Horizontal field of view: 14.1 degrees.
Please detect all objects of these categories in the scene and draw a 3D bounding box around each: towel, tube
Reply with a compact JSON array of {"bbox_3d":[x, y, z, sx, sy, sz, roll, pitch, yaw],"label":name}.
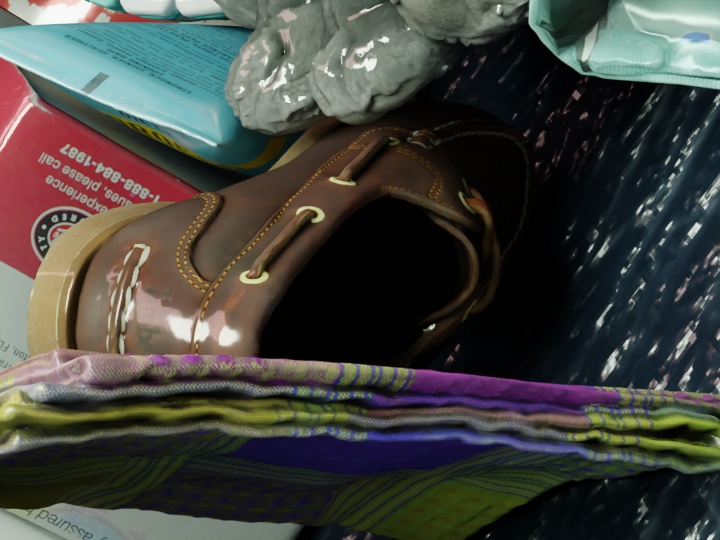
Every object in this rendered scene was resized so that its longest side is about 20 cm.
[{"bbox_3d":[-0.023,0.046,0.687,0.144,0.200,0.023,-22,67,53],"label":"towel"},{"bbox_3d":[-0.037,-0.050,0.856,0.200,0.077,0.050,-2,-70,-71],"label":"tube"}]

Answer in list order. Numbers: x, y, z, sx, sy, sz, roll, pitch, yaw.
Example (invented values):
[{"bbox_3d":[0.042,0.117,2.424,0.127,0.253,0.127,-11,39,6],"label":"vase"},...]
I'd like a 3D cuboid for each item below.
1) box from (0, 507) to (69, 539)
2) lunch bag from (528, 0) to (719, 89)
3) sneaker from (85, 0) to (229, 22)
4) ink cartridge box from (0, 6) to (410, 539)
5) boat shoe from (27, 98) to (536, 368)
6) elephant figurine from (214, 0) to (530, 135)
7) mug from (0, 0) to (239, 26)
[{"bbox_3d":[-0.099,0.183,0.688,0.199,0.171,0.200,-21,45,55],"label":"box"},{"bbox_3d":[0.131,-0.134,0.670,0.200,0.122,0.170,-18,47,49],"label":"lunch bag"},{"bbox_3d":[-0.003,-0.126,0.861,0.200,0.091,0.078,-9,6,12],"label":"sneaker"},{"bbox_3d":[-0.104,0.046,0.898,0.200,0.145,0.145,-57,22,6],"label":"ink cartridge box"},{"bbox_3d":[0.000,0.000,0.764,0.070,0.070,0.200,4,18,32],"label":"boat shoe"},{"bbox_3d":[-0.027,-0.146,0.739,0.141,0.200,0.155,-28,20,26],"label":"elephant figurine"},{"bbox_3d":[-0.097,-0.096,1.073,0.200,0.133,0.178,-54,24,8],"label":"mug"}]
